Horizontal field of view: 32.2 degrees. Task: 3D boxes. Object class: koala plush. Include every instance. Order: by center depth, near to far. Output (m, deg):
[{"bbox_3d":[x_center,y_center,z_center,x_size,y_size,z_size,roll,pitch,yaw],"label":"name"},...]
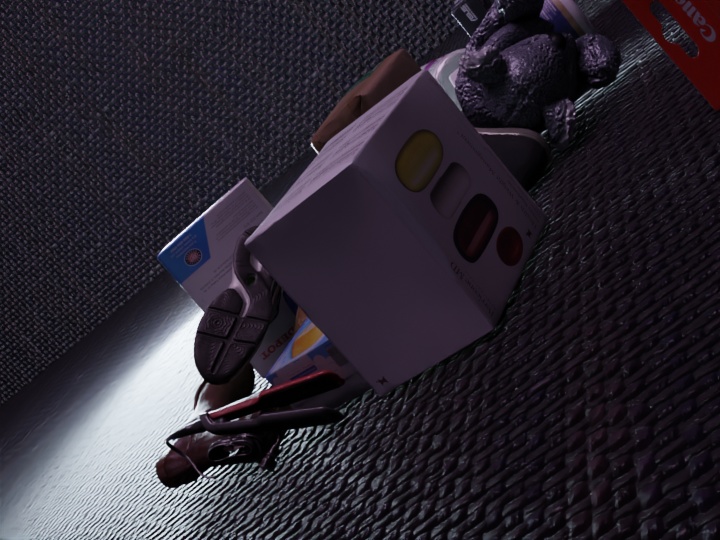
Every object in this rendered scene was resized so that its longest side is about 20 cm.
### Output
[{"bbox_3d":[0.188,-0.213,1.416,0.184,0.177,0.200,-50,8,19],"label":"koala plush"}]

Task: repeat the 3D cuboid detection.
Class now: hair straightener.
[{"bbox_3d":[-0.103,0.154,1.178,0.199,0.041,0.077,-16,60,24],"label":"hair straightener"}]

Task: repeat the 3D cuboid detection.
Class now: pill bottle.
[{"bbox_3d":[0.225,-0.304,1.746,0.200,0.111,0.111,-39,11,15],"label":"pill bottle"},{"bbox_3d":[0.136,-0.278,1.951,0.112,0.112,0.200,-43,11,-11],"label":"pill bottle"}]

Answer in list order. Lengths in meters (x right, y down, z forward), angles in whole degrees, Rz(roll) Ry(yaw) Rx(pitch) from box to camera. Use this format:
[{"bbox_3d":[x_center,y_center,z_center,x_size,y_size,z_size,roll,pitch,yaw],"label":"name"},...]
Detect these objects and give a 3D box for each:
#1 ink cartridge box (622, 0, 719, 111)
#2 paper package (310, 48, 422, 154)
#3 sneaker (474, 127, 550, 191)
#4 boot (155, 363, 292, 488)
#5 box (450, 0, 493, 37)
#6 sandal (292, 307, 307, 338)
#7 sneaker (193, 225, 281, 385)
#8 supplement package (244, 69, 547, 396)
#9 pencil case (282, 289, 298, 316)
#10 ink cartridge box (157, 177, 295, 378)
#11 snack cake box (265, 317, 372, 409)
[{"bbox_3d":[0.332,-0.266,1.100,0.200,0.163,0.057,-47,8,-27],"label":"ink cartridge box"},{"bbox_3d":[0.052,-0.152,1.542,0.103,0.191,0.200,-35,11,29],"label":"paper package"},{"bbox_3d":[0.099,-0.104,1.361,0.199,0.075,0.106,-5,32,30],"label":"sneaker"},{"bbox_3d":[-0.119,0.143,1.317,0.200,0.064,0.187,-31,25,50],"label":"boot"},{"bbox_3d":[0.205,-0.357,1.895,0.043,0.160,0.200,-38,12,16],"label":"box"},{"bbox_3d":[-0.053,-0.009,1.370,0.077,0.070,0.213,-4,75,33],"label":"sandal"},{"bbox_3d":[-0.124,0.060,1.402,0.116,0.075,0.201,85,-159,-56],"label":"sneaker"},{"bbox_3d":[0.039,-0.037,1.134,0.147,0.191,0.200,-34,14,36],"label":"supplement package"},{"bbox_3d":[0.000,0.000,1.422,0.200,0.078,0.087,-37,27,19],"label":"pencil case"},{"bbox_3d":[-0.128,0.008,1.521,0.144,0.200,0.085,-41,7,-1],"label":"ink cartridge box"},{"bbox_3d":[0.001,0.051,1.253,0.115,0.067,0.200,-33,14,39],"label":"snack cake box"}]
